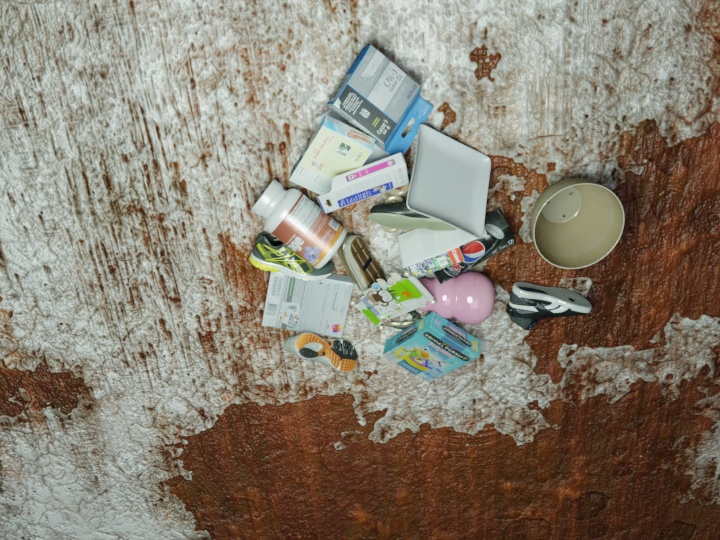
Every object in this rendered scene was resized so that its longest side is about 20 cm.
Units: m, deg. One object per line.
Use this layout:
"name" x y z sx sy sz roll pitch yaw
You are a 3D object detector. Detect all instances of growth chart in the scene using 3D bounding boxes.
"growth chart" 0.072 0.068 1.676 0.199 0.018 0.144 -28 129 36

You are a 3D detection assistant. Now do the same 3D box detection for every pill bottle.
"pill bottle" -0.137 -0.105 1.600 0.199 0.112 0.112 38 110 -10

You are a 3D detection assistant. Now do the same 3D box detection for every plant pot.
"plant pot" 0.465 -0.123 1.623 0.197 0.135 0.203 -2 117 -3

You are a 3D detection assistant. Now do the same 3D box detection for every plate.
"plate" 0.186 -0.186 1.555 0.198 0.202 0.032 20 157 -24

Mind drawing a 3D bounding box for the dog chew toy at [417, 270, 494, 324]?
"dog chew toy" 0.213 0.062 1.716 0.197 0.125 0.126 3 118 4

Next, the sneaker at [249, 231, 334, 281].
"sneaker" -0.153 -0.033 1.663 0.197 0.075 0.086 10 116 -9

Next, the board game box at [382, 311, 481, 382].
"board game box" 0.171 0.190 1.766 0.150 0.047 0.200 31 141 -18

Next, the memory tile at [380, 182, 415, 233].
"memory tile" 0.148 -0.140 1.644 0.197 0.017 0.155 5 128 -8

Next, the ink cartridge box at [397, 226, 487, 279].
"ink cartridge box" 0.186 -0.061 1.626 0.198 0.110 0.051 -20 132 13

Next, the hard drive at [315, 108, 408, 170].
"hard drive" 0.005 -0.272 1.576 0.131 0.025 0.201 -25 116 9

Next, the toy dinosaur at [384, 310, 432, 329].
"toy dinosaur" 0.143 0.122 1.781 0.197 0.048 0.089 10 127 -6

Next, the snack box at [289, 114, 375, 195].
"snack box" -0.063 -0.232 1.533 0.115 0.037 0.200 24 145 -15

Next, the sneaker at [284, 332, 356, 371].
"sneaker" -0.098 0.196 1.797 0.199 0.091 0.077 26 74 -35

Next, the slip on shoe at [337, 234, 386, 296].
"slip on shoe" 0.000 0.000 1.703 0.060 0.076 0.201 7 140 41

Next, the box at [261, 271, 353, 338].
"box" -0.127 0.073 1.740 0.197 0.041 0.158 9 117 -7

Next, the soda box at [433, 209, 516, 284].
"soda box" 0.249 -0.054 1.665 0.198 0.071 0.064 -29 131 6

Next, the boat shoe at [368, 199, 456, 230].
"boat shoe" 0.117 -0.128 1.606 0.198 0.064 0.074 3 163 10

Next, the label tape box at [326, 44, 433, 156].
"label tape box" 0.051 -0.339 1.495 0.199 0.066 0.144 34 87 -18

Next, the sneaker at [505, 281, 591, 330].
"sneaker" 0.452 0.100 1.780 0.197 0.073 0.113 14 120 -1

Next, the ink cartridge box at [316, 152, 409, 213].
"ink cartridge box" 0.004 -0.182 1.538 0.198 0.037 0.095 -22 161 1
